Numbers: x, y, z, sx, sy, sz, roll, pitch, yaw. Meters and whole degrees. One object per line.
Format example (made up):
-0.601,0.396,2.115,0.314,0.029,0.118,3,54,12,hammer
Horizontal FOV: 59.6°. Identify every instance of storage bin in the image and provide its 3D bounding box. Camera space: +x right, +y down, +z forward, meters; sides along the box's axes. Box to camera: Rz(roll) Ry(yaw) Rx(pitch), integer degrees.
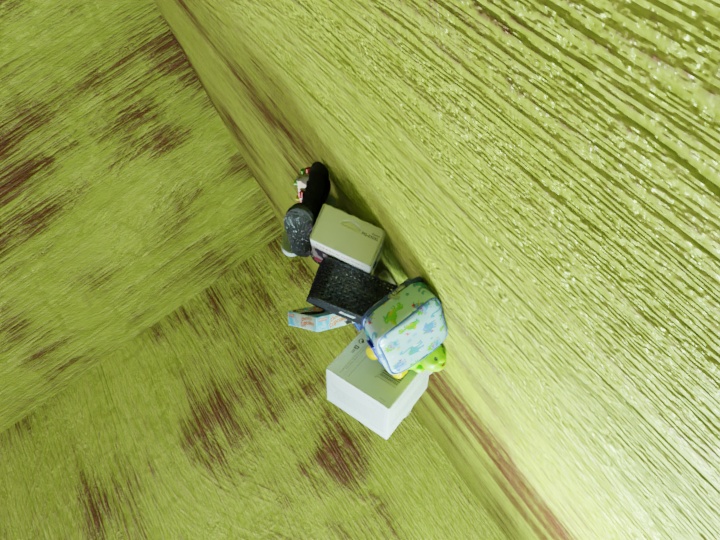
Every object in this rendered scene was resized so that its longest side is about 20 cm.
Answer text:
-0.010,0.058,1.370,0.196,0.096,0.135,21,170,-7,storage bin

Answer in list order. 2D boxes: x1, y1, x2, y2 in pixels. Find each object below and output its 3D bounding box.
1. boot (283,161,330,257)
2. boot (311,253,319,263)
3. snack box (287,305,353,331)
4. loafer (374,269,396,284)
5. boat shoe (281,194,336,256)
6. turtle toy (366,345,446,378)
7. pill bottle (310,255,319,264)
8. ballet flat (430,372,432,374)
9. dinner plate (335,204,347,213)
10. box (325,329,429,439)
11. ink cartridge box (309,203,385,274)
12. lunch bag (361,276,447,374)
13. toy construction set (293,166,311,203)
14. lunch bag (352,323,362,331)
-0.107,-0.157,1.377,0.064,0.203,0.166,16,148,2,boot
-0.071,0.006,1.637,0.154,0.073,0.204,50,151,9,boot
-0.062,0.104,1.502,0.115,0.197,0.038,5,102,48,snack box
0.041,0.073,1.576,0.076,0.067,0.201,52,152,22,loafer
-0.123,-0.096,1.476,0.072,0.201,0.069,24,145,6,boat shoe
0.117,0.177,1.491,0.198,0.145,0.103,34,133,23,turtle toy
-0.110,-0.087,1.866,0.112,0.111,0.201,51,171,33,pill bottle
0.140,0.181,1.618,0.202,0.069,0.069,56,173,-10,ballet flat
-0.023,-0.097,1.593,0.202,0.024,0.200,56,174,9,dinner plate
0.045,0.270,1.575,0.198,0.199,0.133,27,139,25,box
-0.028,-0.052,1.363,0.142,0.086,0.200,24,169,4,ink cartridge box
0.086,0.115,1.245,0.083,0.160,0.201,49,171,33,lunch bag
-0.139,-0.173,1.569,0.090,0.131,0.203,19,123,14,toy construction set
-0.020,0.073,1.889,0.202,0.131,0.136,60,171,-34,lunch bag
